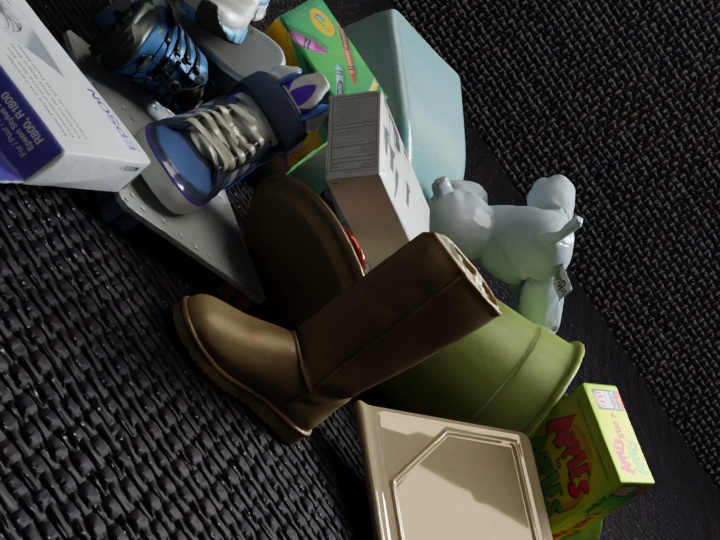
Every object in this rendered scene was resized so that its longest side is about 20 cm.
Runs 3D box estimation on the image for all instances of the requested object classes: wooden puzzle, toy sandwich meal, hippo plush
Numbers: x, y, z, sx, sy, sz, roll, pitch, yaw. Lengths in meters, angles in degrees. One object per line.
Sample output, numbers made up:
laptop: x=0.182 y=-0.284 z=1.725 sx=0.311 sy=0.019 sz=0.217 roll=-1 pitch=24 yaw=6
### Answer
wooden puzzle: x=0.083 y=0.209 z=1.237 sx=0.199 sy=0.037 sz=0.186 roll=16 pitch=46 yaw=-29
toy sandwich meal: x=-0.031 y=0.001 z=1.237 sx=0.205 sy=0.070 sz=0.206 roll=41 pitch=-37 yaw=40
hippo plush: x=0.134 y=-0.017 z=1.493 sx=0.200 sy=0.159 sz=0.161 roll=-71 pitch=168 yaw=-71

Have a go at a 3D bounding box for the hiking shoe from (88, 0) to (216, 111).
hiking shoe: x=-0.163 y=-0.178 z=1.223 sx=0.087 sy=0.074 sz=0.200 roll=47 pitch=9 yaw=0

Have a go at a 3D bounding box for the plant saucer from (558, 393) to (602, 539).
plant saucer: x=0.176 y=0.217 z=1.464 sx=0.031 sy=0.201 sz=0.201 roll=2 pitch=44 yaw=-25

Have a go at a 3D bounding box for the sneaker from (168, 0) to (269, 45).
sneaker: x=-0.105 y=-0.256 z=1.244 sx=0.075 sy=0.087 sz=0.200 roll=34 pitch=22 yaw=-7

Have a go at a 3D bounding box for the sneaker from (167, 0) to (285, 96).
sneaker: x=-0.135 y=-0.204 z=1.363 sx=0.200 sy=0.071 sz=0.100 roll=45 pitch=-20 yaw=30

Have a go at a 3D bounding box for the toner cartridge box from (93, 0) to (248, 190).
toner cartridge box: x=-0.168 y=-0.175 z=1.389 sx=0.201 sy=0.043 sz=0.095 roll=54 pitch=13 yaw=-9

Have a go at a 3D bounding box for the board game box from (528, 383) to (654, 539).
board game box: x=0.178 y=0.201 z=1.373 sx=0.047 sy=0.200 sz=0.102 roll=8 pitch=51 yaw=-37

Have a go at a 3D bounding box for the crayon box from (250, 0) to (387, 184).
crayon box: x=-0.070 y=-0.170 z=1.427 sx=0.058 sy=0.200 sz=0.119 roll=-36 pitch=93 yaw=-33

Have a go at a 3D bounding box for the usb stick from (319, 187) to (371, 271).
usb stick: x=0.000 y=0.000 z=1.355 sx=0.055 sy=0.033 sz=0.201 roll=17 pitch=41 yaw=-31

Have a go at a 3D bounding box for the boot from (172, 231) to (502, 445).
boot: x=-0.018 y=0.029 z=1.108 sx=0.175 sy=0.199 sz=0.066 roll=45 pitch=17 yaw=-39

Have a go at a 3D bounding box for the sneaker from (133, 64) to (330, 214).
sneaker: x=-0.096 y=-0.121 z=1.184 sx=0.081 sy=0.146 sz=0.200 roll=55 pitch=13 yaw=-1

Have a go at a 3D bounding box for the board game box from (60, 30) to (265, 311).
board game box: x=-0.168 y=-0.079 z=1.206 sx=0.200 sy=0.026 sz=0.201 roll=38 pitch=22 yaw=-51

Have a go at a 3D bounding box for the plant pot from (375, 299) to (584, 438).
plant pot: x=0.084 y=0.083 z=1.426 sx=0.190 sy=0.200 sz=0.200 roll=43 pitch=15 yaw=-4

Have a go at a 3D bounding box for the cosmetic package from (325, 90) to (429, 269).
cosmetic package: x=0.019 y=-0.064 z=1.252 sx=0.200 sy=0.050 sz=0.083 roll=62 pitch=28 yaw=-60

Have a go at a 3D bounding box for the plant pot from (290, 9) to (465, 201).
plant pot: x=0.008 y=-0.130 z=1.602 sx=0.196 sy=0.195 sz=0.202 roll=32 pitch=42 yaw=-59

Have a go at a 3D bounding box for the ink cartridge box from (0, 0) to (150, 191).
ink cartridge box: x=-0.250 y=-0.141 z=0.989 sx=0.200 sy=0.041 sz=0.200 roll=51 pitch=13 yaw=8
